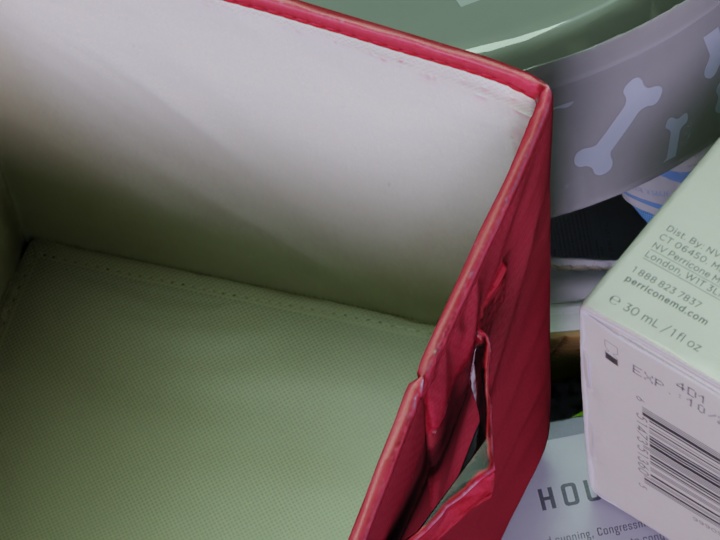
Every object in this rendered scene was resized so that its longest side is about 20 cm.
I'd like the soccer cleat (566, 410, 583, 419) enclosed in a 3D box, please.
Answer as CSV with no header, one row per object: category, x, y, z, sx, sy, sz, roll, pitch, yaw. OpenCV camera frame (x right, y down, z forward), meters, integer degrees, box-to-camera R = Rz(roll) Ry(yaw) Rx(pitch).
soccer cleat,0.054,0.088,0.838,0.199,0.068,0.081,-26,43,-10

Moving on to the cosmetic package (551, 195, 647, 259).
cosmetic package,0.066,-0.049,0.986,0.082,0.051,0.201,-10,43,5

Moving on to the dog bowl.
dog bowl,0.039,-0.081,0.847,0.199,0.059,0.200,-13,31,8

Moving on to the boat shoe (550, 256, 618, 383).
boat shoe,0.000,0.000,0.858,0.199,0.071,0.070,-1,73,-4

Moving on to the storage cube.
storage cube,-0.058,0.044,0.705,0.199,0.180,0.172,18,63,13

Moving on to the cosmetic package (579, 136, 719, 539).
cosmetic package,0.147,-0.016,0.775,0.071,0.105,0.200,31,67,24

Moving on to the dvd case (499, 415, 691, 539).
dvd case,0.106,0.122,0.763,0.149,0.025,0.201,-10,53,-3

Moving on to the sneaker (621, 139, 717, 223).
sneaker,0.103,-0.062,0.914,0.071,0.073,0.200,-11,31,2
